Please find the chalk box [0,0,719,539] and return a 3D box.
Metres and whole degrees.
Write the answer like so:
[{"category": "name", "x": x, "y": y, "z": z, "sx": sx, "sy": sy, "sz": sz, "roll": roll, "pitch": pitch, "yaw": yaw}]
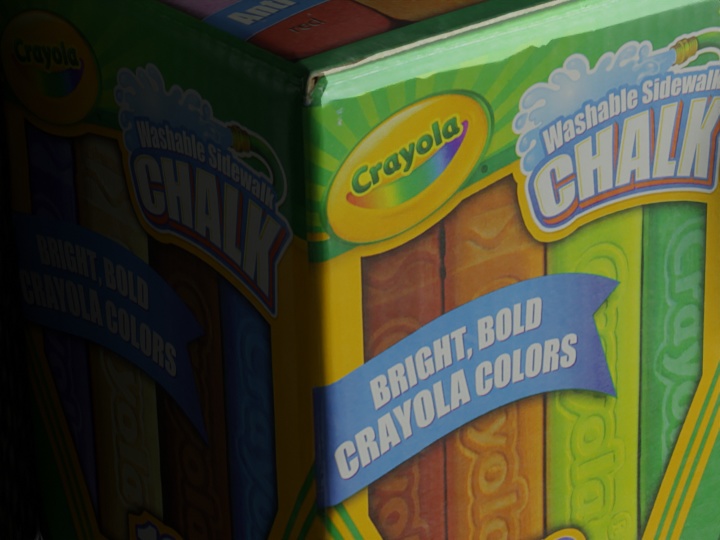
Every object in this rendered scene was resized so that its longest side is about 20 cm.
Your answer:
[{"category": "chalk box", "x": 0.003, "y": -0.022, "z": 0.652, "sx": 0.124, "sy": 0.124, "sz": 0.201, "roll": -20, "pitch": 121, "yaw": -32}]
